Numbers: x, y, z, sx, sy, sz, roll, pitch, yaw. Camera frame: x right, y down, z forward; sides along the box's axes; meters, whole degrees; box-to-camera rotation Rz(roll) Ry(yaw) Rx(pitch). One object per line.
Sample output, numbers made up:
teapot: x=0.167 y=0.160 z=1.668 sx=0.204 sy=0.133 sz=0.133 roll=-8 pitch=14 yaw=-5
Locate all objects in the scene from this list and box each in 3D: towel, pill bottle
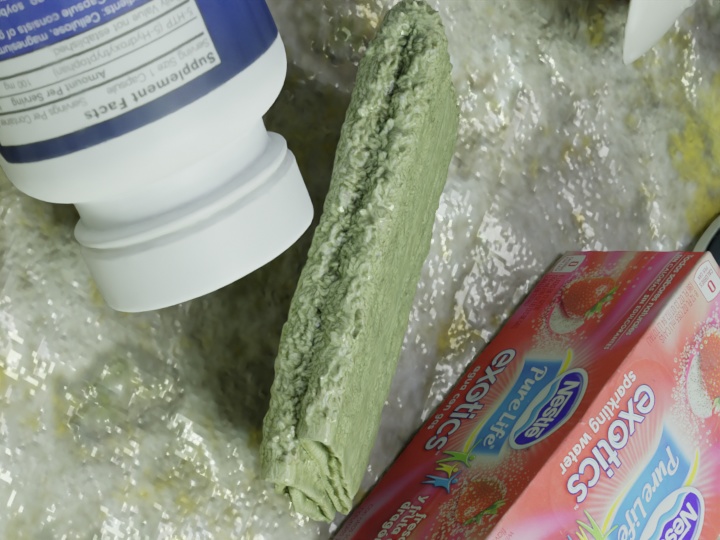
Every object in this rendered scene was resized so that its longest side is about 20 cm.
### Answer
towel: x=0.000 y=0.000 z=1.175 sx=0.036 sy=0.148 sz=0.201 roll=14 pitch=78 yaw=7
pill bottle: x=-0.096 y=-0.093 z=1.094 sx=0.119 sy=0.119 sz=0.201 roll=-36 pitch=112 yaw=-33

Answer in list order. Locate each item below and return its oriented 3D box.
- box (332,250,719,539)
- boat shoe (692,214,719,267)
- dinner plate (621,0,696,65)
box: x=0.091 y=0.094 z=1.258 sx=0.200 sy=0.094 sz=0.103 roll=-49 pitch=119 yaw=-28
boat shoe: x=0.242 y=-0.009 z=1.400 sx=0.199 sy=0.062 sz=0.076 roll=-11 pitch=98 yaw=-38
dinner plate: x=0.157 y=-0.183 z=1.273 sx=0.200 sy=0.024 sz=0.201 roll=20 pitch=90 yaw=-80
